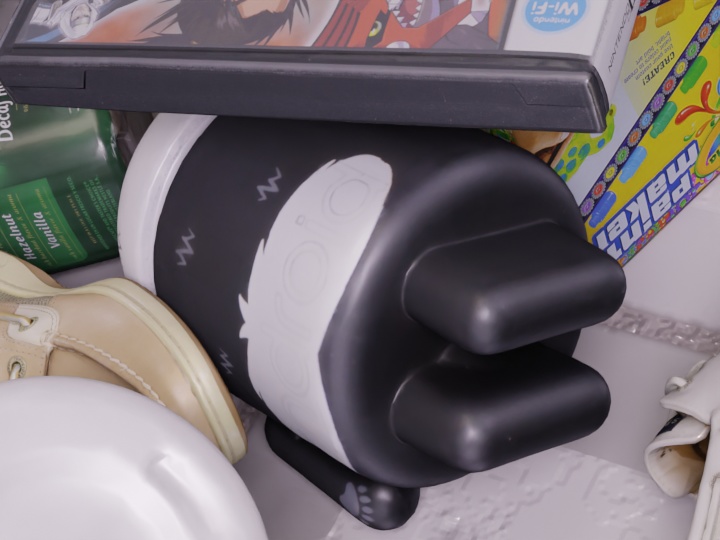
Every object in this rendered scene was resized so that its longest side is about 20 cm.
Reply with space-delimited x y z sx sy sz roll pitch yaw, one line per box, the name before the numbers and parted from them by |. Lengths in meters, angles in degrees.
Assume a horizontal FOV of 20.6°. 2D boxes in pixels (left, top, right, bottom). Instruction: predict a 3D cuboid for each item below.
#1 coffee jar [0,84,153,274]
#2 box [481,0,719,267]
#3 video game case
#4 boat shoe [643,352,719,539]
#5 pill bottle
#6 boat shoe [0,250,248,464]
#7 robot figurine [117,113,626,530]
coffee jar | -0.186 -0.033 0.840 0.198 0.086 0.105 -19 48 5
box | 0.035 -0.124 0.762 0.122 0.193 0.200 -42 51 -14
video game case | 0.002 -0.124 0.630 0.198 0.026 0.182 5 56 23
boat shoe | 0.129 0.054 0.656 0.069 0.071 0.201 -1 46 17
pill bottle | -0.107 0.119 0.606 0.118 0.200 0.121 7 66 -16
boat shoe | -0.114 0.042 0.722 0.065 0.073 0.199 -34 30 -27
robot figurine | 0.001 -0.002 0.694 0.199 0.125 0.151 27 82 45
